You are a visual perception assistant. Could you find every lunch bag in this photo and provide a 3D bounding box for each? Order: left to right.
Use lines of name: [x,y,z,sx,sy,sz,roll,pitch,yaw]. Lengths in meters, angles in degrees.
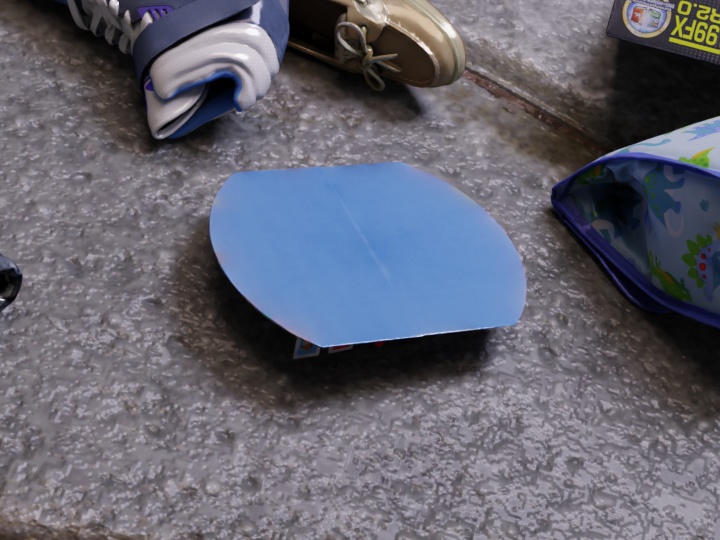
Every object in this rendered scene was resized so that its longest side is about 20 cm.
lunch bag: [0.246,-0.046,1.308,0.169,0.128,0.200,-18,25,-30]

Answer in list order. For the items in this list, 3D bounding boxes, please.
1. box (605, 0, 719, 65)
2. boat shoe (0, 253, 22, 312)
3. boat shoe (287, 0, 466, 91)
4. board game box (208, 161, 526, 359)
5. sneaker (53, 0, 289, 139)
box: [0.255,-0.165,1.399,0.159,0.044,0.200,15,11,7]
boat shoe: [-0.284,0.015,1.122,0.091,0.071,0.200,38,46,25]
boat shoe: [-0.022,-0.168,1.387,0.199,0.074,0.063,25,50,23]
board game box: [0.000,0.000,1.251,0.199,0.039,0.158,-5,44,-28]
sneaker: [-0.145,-0.156,1.326,0.199,0.081,0.147,4,60,10]
